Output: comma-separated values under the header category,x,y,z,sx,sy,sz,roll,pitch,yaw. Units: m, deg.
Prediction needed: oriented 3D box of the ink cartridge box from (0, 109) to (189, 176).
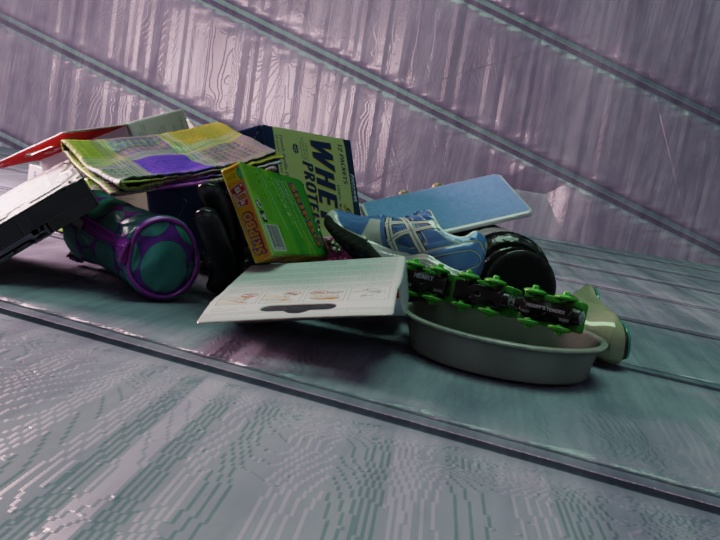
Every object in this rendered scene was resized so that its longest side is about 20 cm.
category,x,y,z,sx,sy,sz,roll,pitch,yaw
ink cartridge box,-0.332,-0.139,1.044,0.199,0.045,0.176,-10,11,40

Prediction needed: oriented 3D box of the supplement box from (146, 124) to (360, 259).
category,x,y,z,sx,sy,sz,roll,pitch,yaw
supplement box,-0.135,-0.092,1.112,0.198,0.136,0.199,-9,-2,30

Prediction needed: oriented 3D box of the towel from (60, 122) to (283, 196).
category,x,y,z,sx,sy,sz,roll,pitch,yaw
towel,-0.198,-0.123,0.912,0.199,0.023,0.143,-14,33,-36

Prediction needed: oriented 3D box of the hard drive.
category,x,y,z,sx,sy,sz,roll,pitch,yaw
hard drive,-0.348,-0.060,0.893,0.139,0.038,0.200,-33,23,-12

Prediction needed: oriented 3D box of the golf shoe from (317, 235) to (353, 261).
category,x,y,z,sx,sy,sz,roll,pitch,yaw
golf shoe,0.000,0.000,1.103,0.198,0.076,0.091,7,-8,-29

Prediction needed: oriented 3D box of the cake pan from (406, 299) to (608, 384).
category,x,y,z,sx,sy,sz,roll,pitch,yaw
cake pan,0.134,0.067,0.825,0.198,0.037,0.200,9,7,-1

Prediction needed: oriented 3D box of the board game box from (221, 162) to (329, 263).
category,x,y,z,sx,sy,sz,roll,pitch,yaw
board game box,-0.083,-0.056,0.909,0.030,0.096,0.200,-22,-5,16

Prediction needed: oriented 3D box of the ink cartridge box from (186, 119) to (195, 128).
category,x,y,z,sx,sy,sz,roll,pitch,yaw
ink cartridge box,-0.245,-0.131,1.294,0.117,0.067,0.201,18,-33,53

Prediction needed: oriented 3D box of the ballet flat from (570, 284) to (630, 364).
category,x,y,z,sx,sy,sz,roll,pitch,yaw
ballet flat,0.247,0.057,0.962,0.069,0.070,0.200,9,7,3

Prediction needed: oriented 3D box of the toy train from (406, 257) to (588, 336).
category,x,y,z,sx,sy,sz,roll,pitch,yaw
toy train,0.125,0.026,0.838,0.198,0.042,0.056,13,-1,31

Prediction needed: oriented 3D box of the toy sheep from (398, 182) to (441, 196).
category,x,y,z,sx,sy,sz,roll,pitch,yaw
toy sheep,0.095,-0.044,1.213,0.136,0.139,0.200,10,-12,4

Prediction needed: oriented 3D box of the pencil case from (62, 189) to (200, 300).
category,x,y,z,sx,sy,sz,roll,pitch,yaw
pencil case,-0.249,-0.030,0.910,0.092,0.086,0.199,19,-1,-40

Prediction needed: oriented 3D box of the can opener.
category,x,y,z,sx,sy,sz,roll,pitch,yaw
can opener,-0.137,-0.031,0.875,0.078,0.064,0.200,-9,-28,1

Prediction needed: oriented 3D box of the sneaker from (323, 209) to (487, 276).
category,x,y,z,sx,sy,sz,roll,pitch,yaw
sneaker,0.051,-0.030,0.964,0.198,0.078,0.076,23,-11,21

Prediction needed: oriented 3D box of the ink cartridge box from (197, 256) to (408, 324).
category,x,y,z,sx,sy,sz,roll,pitch,yaw
ink cartridge box,-0.040,0.032,0.757,0.158,0.048,0.200,-3,13,6

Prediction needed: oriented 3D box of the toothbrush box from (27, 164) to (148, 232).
category,x,y,z,sx,sy,sz,roll,pitch,yaw
toothbrush box,-0.370,-0.094,1.245,0.199,0.087,0.145,14,8,41

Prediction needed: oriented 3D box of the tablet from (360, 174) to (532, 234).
category,x,y,z,sx,sy,sz,roll,pitch,yaw
tablet,0.107,-0.077,1.108,0.198,0.014,0.130,-12,30,-7

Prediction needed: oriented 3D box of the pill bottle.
category,x,y,z,sx,sy,sz,roll,pitch,yaw
pill bottle,0.165,0.005,1.045,0.111,0.113,0.200,8,8,-7
